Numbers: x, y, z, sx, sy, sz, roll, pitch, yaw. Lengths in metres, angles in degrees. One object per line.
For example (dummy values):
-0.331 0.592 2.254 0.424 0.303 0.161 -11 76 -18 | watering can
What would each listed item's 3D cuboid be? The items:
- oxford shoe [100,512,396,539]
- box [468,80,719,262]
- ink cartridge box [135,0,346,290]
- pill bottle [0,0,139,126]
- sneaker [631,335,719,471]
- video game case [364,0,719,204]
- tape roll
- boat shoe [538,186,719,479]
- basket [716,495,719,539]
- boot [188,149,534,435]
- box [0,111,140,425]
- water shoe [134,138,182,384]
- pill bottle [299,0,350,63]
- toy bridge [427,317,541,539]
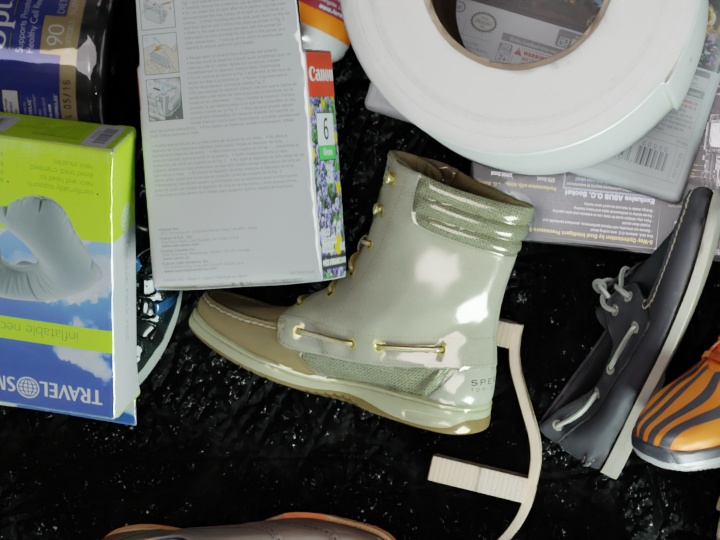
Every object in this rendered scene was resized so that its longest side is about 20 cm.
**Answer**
-0.073 0.189 1.482 0.200 0.073 0.071 -5 87 7 | oxford shoe
0.170 -0.089 1.468 0.200 0.050 0.158 6 90 8 | box
-0.071 -0.091 1.413 0.109 0.050 0.200 -3 93 20 | ink cartridge box
-0.243 -0.135 1.495 0.200 0.112 0.112 5 89 7 | pill bottle
0.231 0.030 1.396 0.200 0.078 0.112 -31 127 -28 | sneaker
0.123 -0.155 1.441 0.200 0.023 0.182 18 91 10 | video game case
0.096 -0.159 1.364 0.202 0.139 0.203 -1 87 10 | tape roll
0.161 0.032 1.429 0.063 0.073 0.200 24 119 8 | boat shoe
0.287 0.144 1.384 0.139 0.176 0.200 40 103 -1 | basket
0.000 0.000 1.455 0.200 0.072 0.155 17 105 19 | boot
-0.197 0.006 1.458 0.122 0.048 0.200 8 114 14 | box
-0.141 -0.016 1.494 0.071 0.079 0.200 20 91 8 | water shoe
-0.027 -0.237 1.467 0.113 0.113 0.200 21 91 8 | pill bottle
0.075 0.129 1.487 0.067 0.027 0.200 13 91 7 | toy bridge
